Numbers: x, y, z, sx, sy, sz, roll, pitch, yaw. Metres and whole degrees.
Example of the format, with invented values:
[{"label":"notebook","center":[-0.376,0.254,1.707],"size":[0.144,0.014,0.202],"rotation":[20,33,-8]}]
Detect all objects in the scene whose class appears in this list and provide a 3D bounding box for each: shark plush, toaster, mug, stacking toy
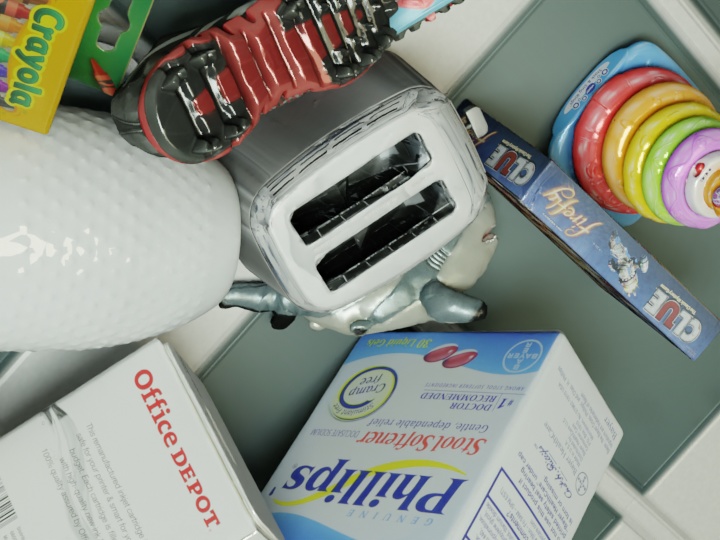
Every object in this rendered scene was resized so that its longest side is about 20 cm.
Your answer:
[{"label":"shark plush","center":[0.000,0.000,1.162],"size":[0.198,0.091,0.084],"rotation":[-9,96,3]},{"label":"toaster","center":[-0.014,-0.053,1.065],"size":[0.199,0.129,0.114],"rotation":[-32,114,-9]},{"label":"mug","center":[-0.167,-0.051,1.008],"size":[0.174,0.147,0.202],"rotation":[2,89,-27]},{"label":"stacking toy","center":[0.225,-0.067,1.128],"size":[0.110,0.200,0.116],"rotation":[38,95,-31]}]

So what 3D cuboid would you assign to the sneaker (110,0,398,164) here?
[{"label":"sneaker","center":[-0.066,-0.123,0.974],"size":[0.200,0.098,0.071],"rotation":[-34,110,-34]}]

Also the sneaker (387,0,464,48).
[{"label":"sneaker","center":[-0.012,-0.184,1.061],"size":[0.199,0.079,0.096],"rotation":[-34,106,-13]}]

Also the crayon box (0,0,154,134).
[{"label":"crayon box","center":[-0.214,-0.147,0.888],"size":[0.198,0.051,0.127],"rotation":[17,143,-13]}]

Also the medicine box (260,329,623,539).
[{"label":"medicine box","center":[0.046,0.145,1.110],"size":[0.103,0.181,0.201],"rotation":[56,51,-30]}]

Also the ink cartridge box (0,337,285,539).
[{"label":"ink cartridge box","center":[-0.162,0.161,1.015],"size":[0.199,0.147,0.083],"rotation":[-32,152,1]}]

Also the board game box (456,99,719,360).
[{"label":"board game box","center":[0.152,-0.028,1.152],"size":[0.200,0.136,0.035],"rotation":[40,94,-31]}]
